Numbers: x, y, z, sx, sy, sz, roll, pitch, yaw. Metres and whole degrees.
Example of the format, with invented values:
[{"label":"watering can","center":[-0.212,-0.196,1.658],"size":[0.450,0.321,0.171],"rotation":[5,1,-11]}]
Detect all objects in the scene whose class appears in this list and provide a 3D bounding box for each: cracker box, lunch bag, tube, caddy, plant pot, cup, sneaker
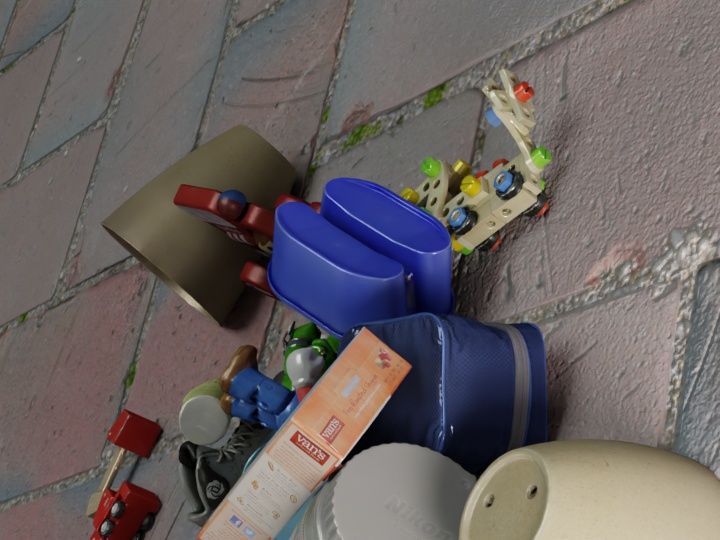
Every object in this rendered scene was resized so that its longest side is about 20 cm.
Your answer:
[{"label":"cracker box","center":[-0.048,0.154,1.501],"size":[0.134,0.058,0.200],"rotation":[-50,-2,-46]},{"label":"lunch bag","center":[0.072,0.113,1.567],"size":[0.200,0.132,0.137],"rotation":[-10,76,58]},{"label":"tube","center":[-0.156,0.136,1.826],"size":[0.200,0.058,0.052],"rotation":[-95,24,-84]},{"label":"caddy","center":[0.000,0.000,1.702],"size":[0.200,0.141,0.105],"rotation":[33,137,36]},{"label":"plant pot","center":[-0.173,-0.069,2.111],"size":[0.200,0.187,0.187],"rotation":[-50,27,-7]},{"label":"cup","center":[0.159,0.206,1.324],"size":[0.200,0.143,0.201],"rotation":[-39,36,36]},{"label":"sneaker","center":[-0.128,0.181,1.851],"size":[0.075,0.115,0.201],"rotation":[-14,54,55]}]

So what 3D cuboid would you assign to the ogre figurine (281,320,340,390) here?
[{"label":"ogre figurine","center":[-0.008,0.089,1.764],"size":[0.199,0.098,0.120],"rotation":[5,51,25]}]

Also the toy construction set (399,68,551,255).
[{"label":"toy construction set","center":[0.120,-0.093,1.723],"size":[0.200,0.092,0.131],"rotation":[-53,27,39]}]

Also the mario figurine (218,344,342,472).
[{"label":"mario figurine","center":[-0.030,0.136,1.693],"size":[0.106,0.200,0.123],"rotation":[-63,-16,3]}]

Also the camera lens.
[{"label":"camera lens","center":[0.012,0.256,1.460],"size":[0.200,0.159,0.160],"rotation":[118,160,-46]}]

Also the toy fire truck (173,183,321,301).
[{"label":"toy fire truck","center":[-0.105,-0.040,1.954],"size":[0.200,0.168,0.112],"rotation":[16,79,62]}]

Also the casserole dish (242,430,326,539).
[{"label":"casserole dish","center":[-0.065,0.241,1.757],"size":[0.121,0.039,0.201],"rotation":[-33,40,28]}]

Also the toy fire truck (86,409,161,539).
[{"label":"toy fire truck","center":[-0.295,0.280,2.112],"size":[0.200,0.049,0.141],"rotation":[-59,28,6]}]
